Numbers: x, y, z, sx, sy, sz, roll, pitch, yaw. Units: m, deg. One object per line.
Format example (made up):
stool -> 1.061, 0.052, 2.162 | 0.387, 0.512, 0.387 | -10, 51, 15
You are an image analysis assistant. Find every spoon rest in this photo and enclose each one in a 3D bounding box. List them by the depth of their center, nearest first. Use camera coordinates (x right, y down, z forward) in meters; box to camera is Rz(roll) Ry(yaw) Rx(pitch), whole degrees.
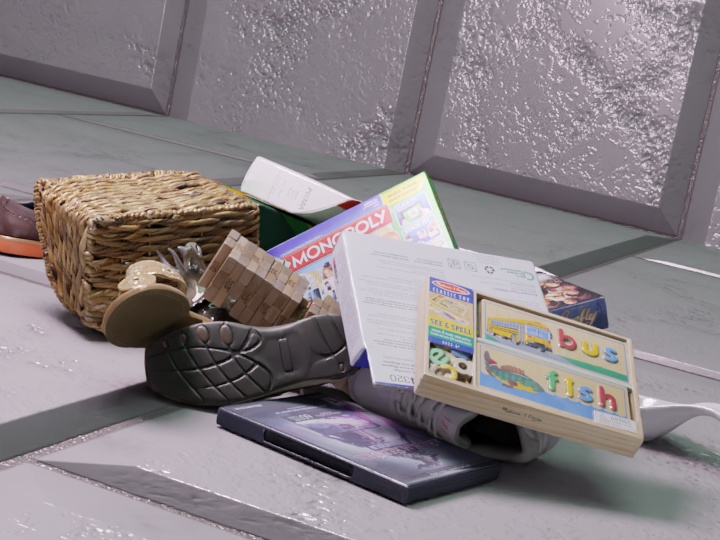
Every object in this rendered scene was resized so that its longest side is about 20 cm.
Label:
spoon rest -> 0.308, 0.148, 1.508 | 0.099, 0.061, 0.200 | 2, 14, -44

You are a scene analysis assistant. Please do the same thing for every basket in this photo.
basket -> -0.222, -0.016, 1.576 | 0.200, 0.143, 0.149 | -8, 22, -34

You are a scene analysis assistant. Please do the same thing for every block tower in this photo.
block tower -> -0.058, 0.046, 1.458 | 0.200, 0.058, 0.054 | 33, 25, -5

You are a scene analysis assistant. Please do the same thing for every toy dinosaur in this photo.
toy dinosaur -> -0.125, 0.066, 1.488 | 0.102, 0.077, 0.200 | -2, 48, -42

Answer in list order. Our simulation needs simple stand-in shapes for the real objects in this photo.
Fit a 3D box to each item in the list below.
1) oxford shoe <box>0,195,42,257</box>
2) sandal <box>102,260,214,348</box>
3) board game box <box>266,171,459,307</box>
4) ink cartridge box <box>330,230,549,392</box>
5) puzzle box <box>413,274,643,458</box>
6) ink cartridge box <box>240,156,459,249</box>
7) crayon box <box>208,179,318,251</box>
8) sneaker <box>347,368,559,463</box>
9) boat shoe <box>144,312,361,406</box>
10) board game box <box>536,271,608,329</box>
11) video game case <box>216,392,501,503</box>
oxford shoe -> -0.355, -0.054, 1.867 | 0.200, 0.073, 0.071 | 2, 12, -44
sandal -> -0.186, 0.027, 1.359 | 0.078, 0.070, 0.212 | -29, -21, 5
board game box -> 0.000, 0.000, 1.538 | 0.029, 0.200, 0.135 | 49, 18, -53
ink cartridge box -> 0.081, 0.055, 1.365 | 0.196, 0.043, 0.200 | 10, 41, -18
puzzle box -> 0.144, 0.080, 1.314 | 0.200, 0.025, 0.133 | 17, 37, -10
ink cartridge box -> -0.010, -0.057, 1.683 | 0.200, 0.050, 0.161 | 27, 3, 27
crayon box -> -0.075, -0.035, 1.731 | 0.200, 0.051, 0.127 | 23, 2, -36
sneaker -> 0.078, 0.120, 1.364 | 0.199, 0.078, 0.099 | 13, 13, 15
boat shoe -> -0.093, 0.086, 1.374 | 0.199, 0.076, 0.074 | -4, -13, -10
board game box -> 0.128, 0.049, 1.540 | 0.200, 0.035, 0.135 | -13, 16, -21
video game case -> -0.002, 0.146, 1.291 | 0.200, 0.019, 0.143 | 17, 11, 34
